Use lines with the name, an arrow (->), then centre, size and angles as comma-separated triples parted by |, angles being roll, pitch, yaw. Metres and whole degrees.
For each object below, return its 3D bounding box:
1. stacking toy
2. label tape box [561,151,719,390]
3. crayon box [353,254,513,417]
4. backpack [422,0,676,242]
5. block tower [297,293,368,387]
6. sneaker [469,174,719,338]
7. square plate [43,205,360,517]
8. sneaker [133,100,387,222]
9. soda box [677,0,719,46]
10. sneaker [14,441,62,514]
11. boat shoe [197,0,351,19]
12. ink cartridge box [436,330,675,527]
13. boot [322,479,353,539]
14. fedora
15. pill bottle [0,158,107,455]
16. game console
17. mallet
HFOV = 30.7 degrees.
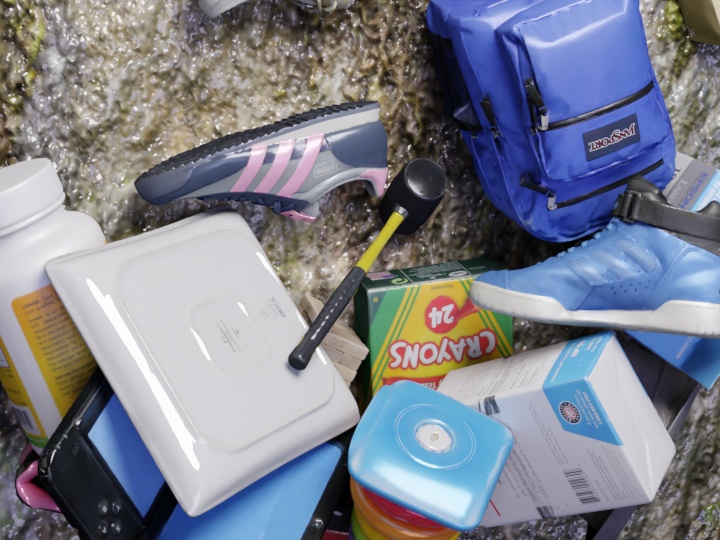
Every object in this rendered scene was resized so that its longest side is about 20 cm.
stacking toy -> 0.031, 0.193, 0.997 | 0.109, 0.116, 0.202 | 23, 130, 9
label tape box -> 0.246, -0.013, 1.035 | 0.063, 0.200, 0.145 | 32, 95, -22
crayon box -> 0.063, 0.097, 1.096 | 0.125, 0.051, 0.203 | -8, 108, -14
backpack -> 0.151, -0.124, 0.998 | 0.161, 0.168, 0.202 | -19, 114, -2
block tower -> -0.064, 0.125, 1.067 | 0.057, 0.054, 0.202 | 24, 99, -21
sneaker -> 0.181, -0.014, 0.971 | 0.197, 0.077, 0.113 | 4, 86, 22
square plate -> -0.101, 0.050, 0.938 | 0.028, 0.197, 0.201 | -38, 80, 38
sneaker -> -0.070, -0.068, 0.999 | 0.198, 0.070, 0.083 | -17, 106, -9
soda box -> 0.274, -0.283, 1.039 | 0.067, 0.064, 0.202 | -27, 111, -7
sneaker -> -0.171, 0.162, 0.999 | 0.197, 0.095, 0.080 | 0, 89, 1
boat shoe -> -0.026, -0.224, 0.964 | 0.198, 0.075, 0.069 | -26, 106, -8
ink cartridge box -> 0.128, 0.130, 1.023 | 0.117, 0.199, 0.068 | 59, 41, -15
boot -> 0.025, 0.229, 1.089 | 0.198, 0.073, 0.145 | 13, 122, -21
fedora -> 0.213, 0.130, 1.109 | 0.090, 0.177, 0.202 | 27, 106, 8
pill bottle -> -0.226, 0.026, 0.960 | 0.110, 0.111, 0.202 | -22, 111, -8
game console -> -0.104, 0.125, 0.929 | 0.115, 0.201, 0.177 | -3, 129, 29
mallet -> 0.000, 0.000, 1.003 | 0.041, 0.066, 0.201 | 35, 66, 0
